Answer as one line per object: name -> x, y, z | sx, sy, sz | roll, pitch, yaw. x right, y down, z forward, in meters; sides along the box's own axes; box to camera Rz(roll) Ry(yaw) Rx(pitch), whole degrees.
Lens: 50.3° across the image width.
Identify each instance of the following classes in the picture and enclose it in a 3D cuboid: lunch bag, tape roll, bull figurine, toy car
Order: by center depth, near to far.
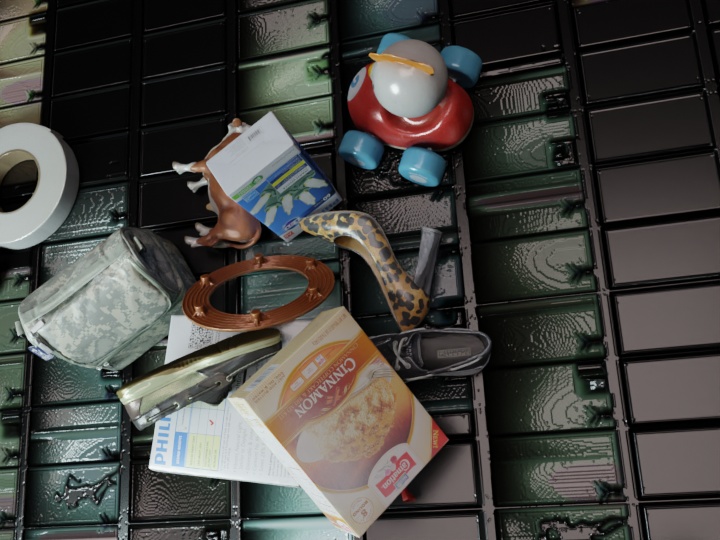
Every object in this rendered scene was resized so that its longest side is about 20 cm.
toy car -> 0.051, -0.239, 0.985 | 0.176, 0.200, 0.185 | 19, 81, 19
lunch bag -> -0.342, 0.037, 1.041 | 0.200, 0.168, 0.140 | -36, 69, 5
bull figurine -> -0.197, -0.122, 1.097 | 0.121, 0.065, 0.201 | -16, 70, 15
tape roll -> -0.539, -0.135, 1.210 | 0.202, 0.037, 0.204 | -4, 75, 15

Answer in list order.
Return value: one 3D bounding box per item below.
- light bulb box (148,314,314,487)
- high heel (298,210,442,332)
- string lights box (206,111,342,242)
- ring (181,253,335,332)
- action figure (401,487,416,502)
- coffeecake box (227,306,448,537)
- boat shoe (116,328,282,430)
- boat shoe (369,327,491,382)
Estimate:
light bulb box -> -0.138, 0.164, 0.974 | 0.199, 0.125, 0.199 | 2, 77, 17
high heel -> 0.000, 0.000, 1.007 | 0.199, 0.071, 0.143 | 11, 78, 13
string lights box -> -0.105, -0.115, 0.996 | 0.103, 0.200, 0.059 | -37, 69, 4
ring -> -0.132, 0.021, 0.989 | 0.199, 0.201, 0.019 | 0, 118, 16
action figure -> 0.014, 0.196, 0.965 | 0.065, 0.052, 0.201 | -18, 67, 5
coffeecake box -> -0.023, 0.168, 0.864 | 0.153, 0.073, 0.200 | -42, 100, -23
boat shoe -> -0.180, 0.127, 0.897 | 0.200, 0.072, 0.066 | -21, 98, -3
boat shoe -> 0.063, 0.105, 0.942 | 0.199, 0.068, 0.072 | -4, 69, 1
